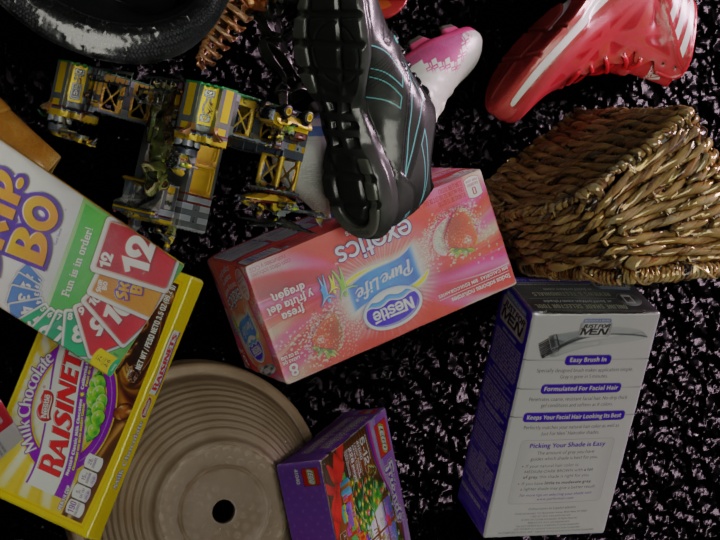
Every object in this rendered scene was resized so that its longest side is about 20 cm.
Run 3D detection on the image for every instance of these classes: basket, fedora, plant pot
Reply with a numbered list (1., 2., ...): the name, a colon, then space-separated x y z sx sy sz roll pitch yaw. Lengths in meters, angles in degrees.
1. basket: 0.193 -0.027 1.473 0.143 0.200 0.149 -39 107 -15
2. fedora: -0.191 -0.217 1.357 0.200 0.092 0.202 8 66 -18
3. plant pot: -0.114 0.170 1.431 0.200 0.093 0.202 -2 95 -20

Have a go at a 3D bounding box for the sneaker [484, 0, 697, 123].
1. sneaker: 0.196 -0.166 1.530 0.116 0.078 0.200 46 80 -17

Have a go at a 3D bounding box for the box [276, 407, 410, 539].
1. box: -0.002 0.218 1.460 0.039 0.137 0.201 -8 100 22

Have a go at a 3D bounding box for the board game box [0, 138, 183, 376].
1. board game box: -0.224 -0.018 1.324 0.200 0.030 0.096 35 86 -25

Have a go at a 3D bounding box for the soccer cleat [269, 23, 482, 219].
1. soccer cleat: 0.025 -0.108 1.458 0.200 0.070 0.086 -33 77 -21

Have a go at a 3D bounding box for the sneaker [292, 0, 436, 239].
1. sneaker: 0.006 -0.126 1.367 0.079 0.075 0.201 -22 112 -39

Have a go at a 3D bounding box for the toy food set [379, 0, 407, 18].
1. toy food set: -0.002 -0.275 1.416 0.200 0.049 0.199 -18 74 -44

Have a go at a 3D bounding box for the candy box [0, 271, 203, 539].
1. candy box: -0.196 0.082 1.397 0.102 0.026 0.201 20 86 23

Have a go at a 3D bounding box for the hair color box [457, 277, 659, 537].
1. hair color box: 0.151 0.107 1.508 0.109 0.065 0.201 1 117 -21

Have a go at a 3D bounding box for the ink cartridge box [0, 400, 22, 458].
1. ink cartridge box: -0.335 0.139 1.307 0.200 0.144 0.084 -43 82 -13

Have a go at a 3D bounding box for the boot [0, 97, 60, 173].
1. boot: -0.268 -0.118 1.344 0.144 0.071 0.202 29 96 -3

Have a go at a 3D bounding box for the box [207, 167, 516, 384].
1. box: 0.000 0.000 1.456 0.199 0.103 0.095 -23 102 -19

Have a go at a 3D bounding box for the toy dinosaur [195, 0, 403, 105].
1. toy dinosaur: -0.053 -0.194 1.420 0.200 0.102 0.136 -35 104 -20

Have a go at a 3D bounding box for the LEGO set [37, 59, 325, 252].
1. LEGO set: -0.131 -0.071 1.356 0.154 0.199 0.116 12 91 -58
